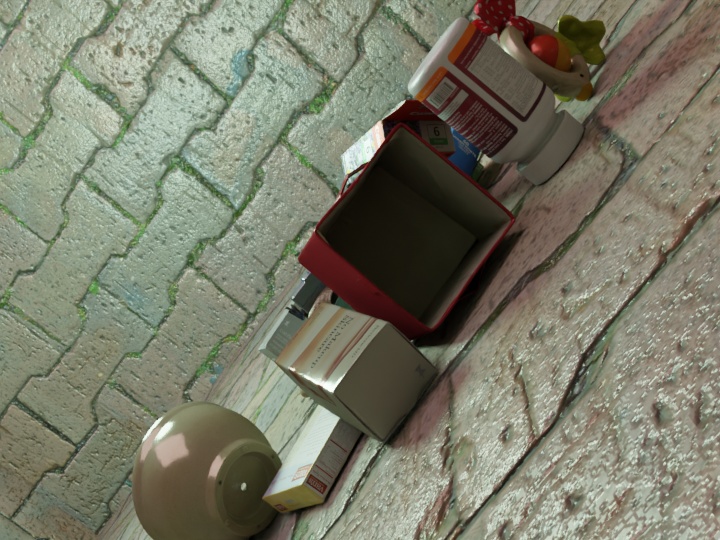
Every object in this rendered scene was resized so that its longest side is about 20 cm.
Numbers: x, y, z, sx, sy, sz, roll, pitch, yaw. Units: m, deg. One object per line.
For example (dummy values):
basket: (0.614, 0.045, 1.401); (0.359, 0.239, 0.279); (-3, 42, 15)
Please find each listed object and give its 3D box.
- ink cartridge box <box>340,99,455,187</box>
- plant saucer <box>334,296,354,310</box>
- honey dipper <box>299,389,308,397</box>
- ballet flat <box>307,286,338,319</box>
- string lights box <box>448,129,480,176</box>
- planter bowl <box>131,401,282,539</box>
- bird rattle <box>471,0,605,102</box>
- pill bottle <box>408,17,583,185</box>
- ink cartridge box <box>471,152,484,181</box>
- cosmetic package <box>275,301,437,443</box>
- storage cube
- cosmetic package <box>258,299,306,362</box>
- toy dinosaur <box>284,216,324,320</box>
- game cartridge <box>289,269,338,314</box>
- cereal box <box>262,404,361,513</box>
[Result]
ink cartridge box: (0.062, -0.165, 1.247); (0.200, 0.107, 0.051); (-30, 67, 61)
plant saucer: (0.043, 0.013, 1.299); (0.199, 0.027, 0.201); (-39, -22, -19)
honey dipper: (-0.067, 0.181, 1.481); (0.038, 0.038, 0.200); (-55, 4, -17)
ballet flat: (0.005, 0.023, 1.357); (0.199, 0.068, 0.046); (-38, 3, -11)
string lights box: (0.117, -0.141, 1.390); (0.103, 0.059, 0.201); (-41, 16, 41)
planter bowl: (-0.184, 0.282, 1.246); (0.134, 0.201, 0.201); (-1, 47, 45)
bird rattle: (0.234, -0.293, 1.215); (0.113, 0.198, 0.164); (-48, 33, 32)
pill bottle: (0.163, -0.199, 1.123); (0.110, 0.199, 0.110); (-51, 8, 10)
ink cartridge box: (0.151, -0.128, 1.475); (0.199, 0.048, 0.146); (-28, 26, 57)
cosmetic package: (-0.011, 0.109, 1.065); (0.104, 0.087, 0.199); (-50, 21, -13)
storage cube: (0.048, -0.034, 1.123); (0.172, 0.199, 0.180); (-51, 2, -14)
cosmetic package: (-0.090, 0.094, 1.740); (0.201, 0.106, 0.090); (-57, 8, -15)
toy dinosaur: (-0.055, 0.003, 1.530); (0.201, 0.104, 0.183); (103, -170, -59)
game cartridge: (0.000, 0.000, 1.398); (0.201, 0.129, 0.038); (-51, 9, -7)
cereal box: (-0.037, 0.202, 1.166); (0.201, 0.039, 0.144); (-58, 10, -29)
